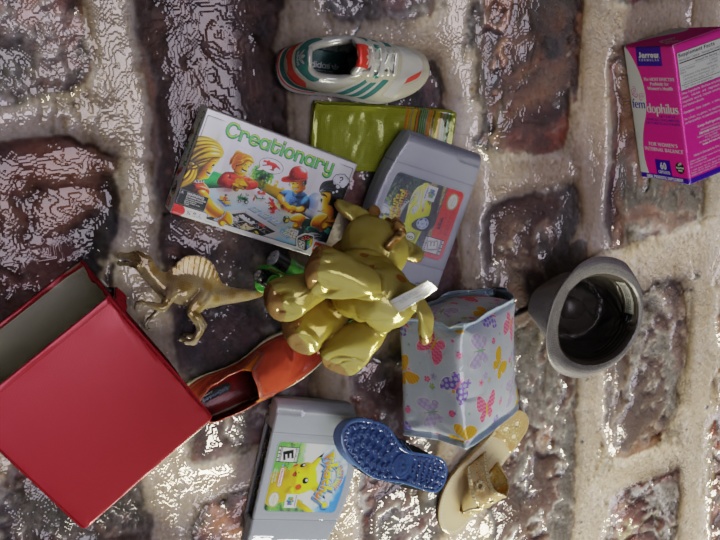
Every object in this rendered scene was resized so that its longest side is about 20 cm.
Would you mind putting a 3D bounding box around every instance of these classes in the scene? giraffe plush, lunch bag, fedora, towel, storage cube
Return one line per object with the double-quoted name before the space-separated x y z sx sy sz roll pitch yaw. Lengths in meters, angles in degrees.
"giraffe plush" 0.000 0.000 1.035 0.199 0.163 0.173 -17 128 18
"lunch bag" 0.141 0.121 1.172 0.200 0.127 0.170 -19 110 -50
"fedora" 0.311 0.059 1.260 0.199 0.090 0.178 -1 104 -32
"towel" 0.030 -0.166 1.113 0.199 0.018 0.087 -1 102 -25
"storage cube" -0.298 0.126 0.936 0.200 0.171 0.180 -41 117 -12

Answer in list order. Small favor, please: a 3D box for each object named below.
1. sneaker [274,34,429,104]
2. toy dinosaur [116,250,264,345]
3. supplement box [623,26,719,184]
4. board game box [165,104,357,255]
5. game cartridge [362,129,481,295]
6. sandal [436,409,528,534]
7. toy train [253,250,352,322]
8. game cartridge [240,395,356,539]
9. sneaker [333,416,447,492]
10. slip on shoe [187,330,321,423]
"sneaker" 0.005 -0.238 1.035 0.199 0.093 0.071 -2 94 -24
"toy dinosaur" -0.190 0.034 1.030 0.199 0.058 0.102 16 94 -28
"supplement box" 0.460 -0.237 1.257 0.103 0.101 0.201 -20 109 -20
"board game box" -0.115 -0.102 1.041 0.199 0.035 0.127 17 100 -28
"game cartridge" 0.067 -0.073 1.134 0.133 0.041 0.201 14 101 -24
"sandal" 0.187 0.298 1.269 0.078 0.070 0.212 34 86 -28
"toy train" -0.048 0.036 1.103 0.200 0.042 0.057 33 73 -33
"game cartridge" -0.074 0.266 1.155 0.133 0.040 0.201 8 98 -31
"sneaker" 0.026 0.244 1.160 0.200 0.078 0.070 35 68 -35
"slip on shoe" -0.125 0.132 1.084 0.199 0.061 0.074 -24 110 -21
